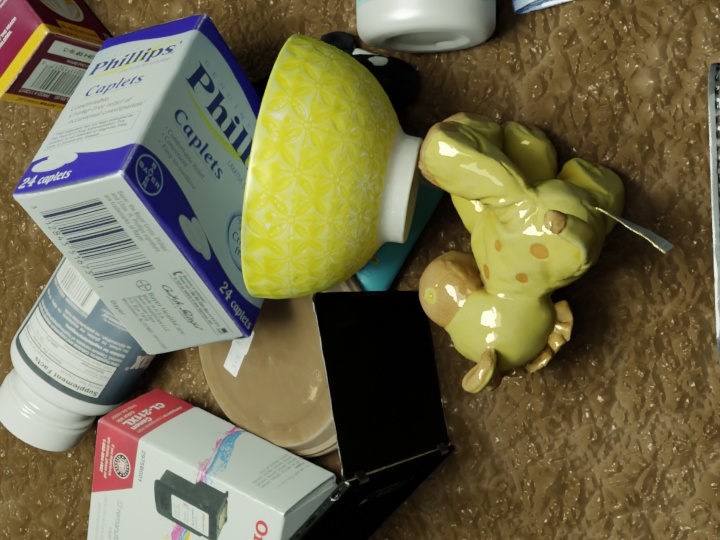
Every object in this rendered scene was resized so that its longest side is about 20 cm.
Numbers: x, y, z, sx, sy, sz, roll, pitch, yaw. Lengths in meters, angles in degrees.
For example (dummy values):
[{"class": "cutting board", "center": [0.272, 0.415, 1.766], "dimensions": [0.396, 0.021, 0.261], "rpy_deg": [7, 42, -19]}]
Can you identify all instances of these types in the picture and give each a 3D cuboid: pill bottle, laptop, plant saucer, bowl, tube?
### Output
[{"class": "pill bottle", "center": [-0.248, 0.062, 1.027], "dimensions": [0.120, 0.120, 0.200], "rpy_deg": [42, 108, 21]}, {"class": "laptop", "center": [-0.016, 0.127, 0.870], "dimensions": [0.116, 0.187, 0.200], "rpy_deg": [48, 110, 20]}, {"class": "plant saucer", "center": [-0.071, 0.066, 0.965], "dimensions": [0.200, 0.029, 0.201], "rpy_deg": [7, 103, 36]}, {"class": "bowl", "center": [-0.012, -0.069, 0.840], "dimensions": [0.107, 0.200, 0.201], "rpy_deg": [11, 95, 7]}, {"class": "pill bottle", "center": [0.050, -0.279, 0.881], "dimensions": [0.110, 0.111, 0.201], "rpy_deg": [-2, 89, 27]}, {"class": "tube", "center": [0.000, 0.000, 0.945], "dimensions": [0.077, 0.050, 0.200], "rpy_deg": [44, 113, 32]}]

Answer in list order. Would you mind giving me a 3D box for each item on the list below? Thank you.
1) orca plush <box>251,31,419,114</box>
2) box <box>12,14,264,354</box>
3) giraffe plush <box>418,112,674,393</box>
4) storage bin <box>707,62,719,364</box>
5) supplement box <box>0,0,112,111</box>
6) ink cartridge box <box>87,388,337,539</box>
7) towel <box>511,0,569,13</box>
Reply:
[{"class": "orca plush", "center": [-0.054, -0.159, 0.955], "dimensions": [0.200, 0.071, 0.106], "rpy_deg": [17, 97, 26]}, {"class": "box", "center": [-0.147, -0.069, 0.895], "dimensions": [0.105, 0.184, 0.200], "rpy_deg": [-11, 42, 26]}, {"class": "giraffe plush", "center": [0.111, -0.003, 0.828], "dimensions": [0.200, 0.172, 0.163], "rpy_deg": [45, 122, 38]}, {"class": "storage bin", "center": [0.291, -0.036, 0.741], "dimensions": [0.093, 0.135, 0.201], "rpy_deg": [-3, 88, 27]}, {"class": "supplement box", "center": [-0.337, -0.254, 1.079], "dimensions": [0.086, 0.110, 0.200], "rpy_deg": [-46, 71, 19]}, {"class": "ink cartridge box", "center": [-0.132, 0.212, 0.970], "dimensions": [0.200, 0.083, 0.146], "rpy_deg": [21, 113, 26]}, {"class": "towel", "center": [0.197, -0.289, 0.856], "dimensions": [0.199, 0.024, 0.147], "rpy_deg": [-11, 84, 27]}]
